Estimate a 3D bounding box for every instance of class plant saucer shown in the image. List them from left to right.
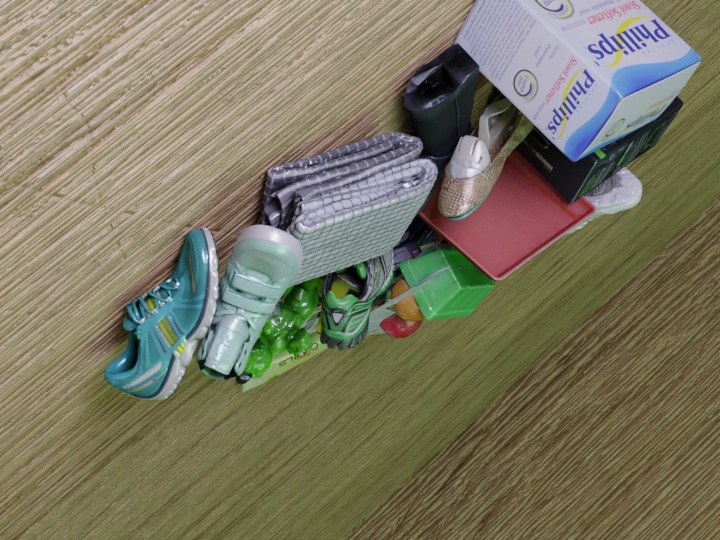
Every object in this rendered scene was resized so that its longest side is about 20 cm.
[{"bbox_3d":[0.167,-0.084,1.458,0.199,0.199,0.037,-33,153,-30],"label":"plant saucer"}]

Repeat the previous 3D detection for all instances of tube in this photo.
[{"bbox_3d":[-0.084,0.107,1.609,0.199,0.052,0.059,-31,119,-22],"label":"tube"}]

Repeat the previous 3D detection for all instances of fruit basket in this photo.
[{"bbox_3d":[0.071,0.038,1.547,0.199,0.095,0.185,-28,167,31],"label":"fruit basket"}]

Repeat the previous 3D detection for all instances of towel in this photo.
[{"bbox_3d":[-0.029,-0.064,1.252,0.198,0.086,0.166,-21,161,-29],"label":"towel"}]

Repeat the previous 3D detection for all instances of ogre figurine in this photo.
[{"bbox_3d":[-0.103,0.050,1.364,0.120,0.097,0.202,79,25,-56],"label":"ogre figurine"}]

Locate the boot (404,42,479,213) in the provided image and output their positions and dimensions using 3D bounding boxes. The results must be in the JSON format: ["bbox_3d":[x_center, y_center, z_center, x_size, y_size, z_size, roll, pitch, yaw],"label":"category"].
[{"bbox_3d":[0.073,-0.152,1.311,0.165,0.065,0.200,-53,170,-10],"label":"boot"}]

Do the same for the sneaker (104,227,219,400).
[{"bbox_3d":[-0.199,0.047,1.162,0.079,0.078,0.201,16,110,-28],"label":"sneaker"}]

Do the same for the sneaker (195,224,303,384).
[{"bbox_3d":[-0.116,0.043,1.165,0.201,0.073,0.119,123,-16,-55],"label":"sneaker"}]

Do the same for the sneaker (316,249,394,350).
[{"bbox_3d":[0.000,0.000,1.398,0.086,0.077,0.201,97,6,-45],"label":"sneaker"}]

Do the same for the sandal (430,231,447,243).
[{"bbox_3d":[0.171,-0.068,1.644,0.079,0.059,0.206,-53,165,25],"label":"sandal"}]

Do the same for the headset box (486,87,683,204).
[{"bbox_3d":[0.284,-0.208,1.484,0.199,0.174,0.093,-32,160,-29],"label":"headset box"}]

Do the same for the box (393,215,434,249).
[{"bbox_3d":[0.104,-0.085,1.605,0.199,0.032,0.122,-20,151,-54],"label":"box"}]

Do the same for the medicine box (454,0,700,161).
[{"bbox_3d":[0.241,-0.243,1.260,0.181,0.200,0.103,-27,157,-42],"label":"medicine box"}]

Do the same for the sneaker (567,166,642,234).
[{"bbox_3d":[0.299,-0.094,1.569,0.099,0.198,0.079,44,53,-45],"label":"sneaker"}]

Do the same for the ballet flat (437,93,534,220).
[{"bbox_3d":[0.142,-0.146,1.346,0.201,0.070,0.066,-55,140,-34],"label":"ballet flat"}]

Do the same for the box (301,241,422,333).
[{"bbox_3d":[-0.010,0.028,1.545,0.199,0.035,0.110,-20,160,-38],"label":"box"}]
